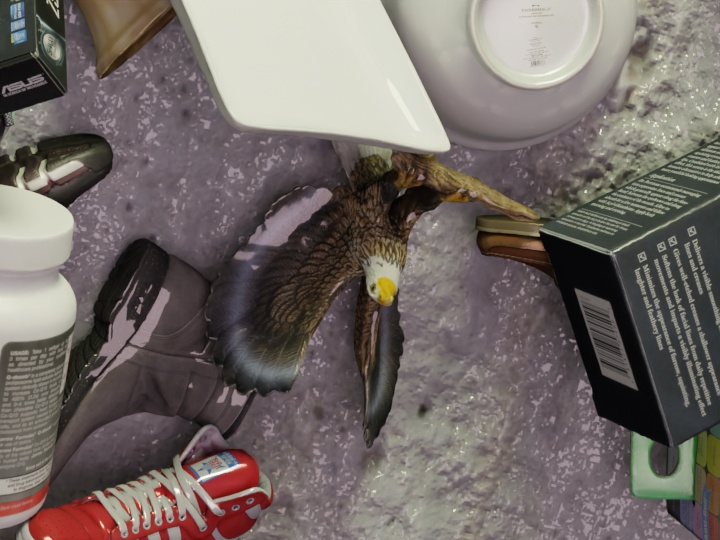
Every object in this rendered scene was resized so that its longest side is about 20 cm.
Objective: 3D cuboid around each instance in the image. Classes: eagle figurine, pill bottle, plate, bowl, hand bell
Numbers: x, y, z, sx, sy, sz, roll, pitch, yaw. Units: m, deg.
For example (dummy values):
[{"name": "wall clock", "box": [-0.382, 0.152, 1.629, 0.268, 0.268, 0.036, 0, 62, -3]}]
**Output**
[{"name": "eagle figurine", "box": [-0.001, 0.002, 1.537, 0.151, 0.151, 0.200, 39, 111, 9]}, {"name": "pill bottle", "box": [-0.244, 0.054, 1.439, 0.115, 0.116, 0.201, 8, 110, -14]}, {"name": "plate", "box": [-0.052, -0.156, 1.449, 0.199, 0.201, 0.032, 3, 144, -46]}, {"name": "bowl", "box": [0.109, -0.177, 1.545, 0.200, 0.090, 0.203, -2, 101, -12]}, {"name": "hand bell", "box": [-0.201, -0.235, 1.478, 0.104, 0.104, 0.200, -42, 95, -2]}]

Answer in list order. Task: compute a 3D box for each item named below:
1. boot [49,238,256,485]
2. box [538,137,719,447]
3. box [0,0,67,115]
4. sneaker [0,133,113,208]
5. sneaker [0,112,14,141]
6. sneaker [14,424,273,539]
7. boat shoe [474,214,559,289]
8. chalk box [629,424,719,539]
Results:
[{"name": "boot", "box": [-0.144, 0.089, 1.555, 0.131, 0.070, 0.201, 30, 99, -23]}, {"name": "box", "box": [0.247, 0.004, 1.541, 0.199, 0.107, 0.149, -25, 109, -17]}, {"name": "box", "box": [-0.265, -0.176, 1.395, 0.159, 0.201, 0.044, -15, 146, 13]}, {"name": "sneaker", "box": [-0.240, -0.007, 1.516, 0.199, 0.076, 0.116, -25, 110, 4]}, {"name": "sneaker", "box": [-0.317, -0.080, 1.441, 0.199, 0.140, 0.078, -21, 105, -8]}, {"name": "sneaker", "box": [-0.138, 0.159, 1.511, 0.113, 0.071, 0.200, -50, 151, 18]}, {"name": "boat shoe", "box": [0.173, 0.004, 1.603, 0.199, 0.072, 0.068, 9, 98, -14]}, {"name": "chalk box", "box": [0.294, 0.132, 1.627, 0.198, 0.124, 0.125, -2, 101, -12]}]
